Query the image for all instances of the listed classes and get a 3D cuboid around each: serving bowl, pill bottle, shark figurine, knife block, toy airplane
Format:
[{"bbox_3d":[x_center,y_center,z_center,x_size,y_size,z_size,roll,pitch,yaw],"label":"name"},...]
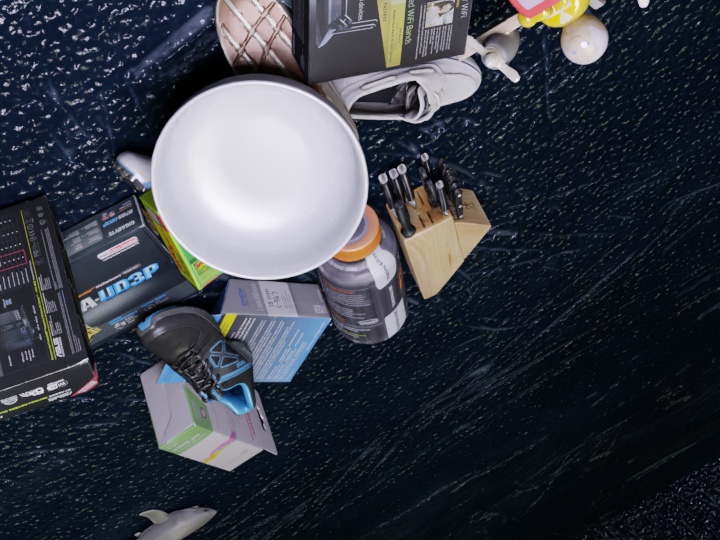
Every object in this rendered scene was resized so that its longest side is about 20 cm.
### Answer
[{"bbox_3d":[-0.090,-0.093,0.927,0.195,0.066,0.203,0,123,0],"label":"serving bowl"},{"bbox_3d":[0.000,0.000,1.247,0.104,0.107,0.201,-22,148,-5],"label":"pill bottle"},{"bbox_3d":[-0.349,0.482,1.709,0.214,0.090,0.127,-44,142,23],"label":"shark figurine"},{"bbox_3d":[0.067,-0.054,1.257,0.173,0.065,0.201,3,138,-36],"label":"knife block"},{"bbox_3d":[0.195,-0.261,0.949,0.196,0.143,0.200,-21,174,-12],"label":"toy airplane"}]

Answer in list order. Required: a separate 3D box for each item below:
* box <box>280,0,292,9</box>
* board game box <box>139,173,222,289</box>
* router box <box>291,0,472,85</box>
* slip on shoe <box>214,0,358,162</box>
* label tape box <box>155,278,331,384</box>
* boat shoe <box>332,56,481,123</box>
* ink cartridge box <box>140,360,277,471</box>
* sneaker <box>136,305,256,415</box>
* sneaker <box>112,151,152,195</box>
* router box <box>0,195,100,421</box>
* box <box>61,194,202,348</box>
[{"bbox_3d":[-0.044,-0.300,0.857,0.136,0.038,0.199,-40,145,21],"label":"box"},{"bbox_3d":[-0.114,-0.084,1.021,0.199,0.047,0.103,-37,129,-17],"label":"board game box"},{"bbox_3d":[0.021,-0.266,0.843,0.154,0.053,0.202,-13,138,-17],"label":"router box"},{"bbox_3d":[-0.069,-0.188,0.948,0.076,0.061,0.201,-35,116,10],"label":"slip on shoe"},{"bbox_3d":[-0.157,0.080,1.292,0.197,0.064,0.145,4,137,-33],"label":"label tape box"},{"bbox_3d":[0.054,-0.188,1.050,0.197,0.066,0.072,-4,141,-37],"label":"boat shoe"},{"bbox_3d":[-0.205,0.201,1.379,0.067,0.118,0.199,-33,146,15],"label":"ink cartridge box"},{"bbox_3d":[-0.183,0.106,1.181,0.073,0.083,0.199,-31,144,17],"label":"sneaker"},{"bbox_3d":[-0.172,-0.089,1.054,0.198,0.072,0.073,22,97,-44],"label":"sneaker"},{"bbox_3d":[-0.350,0.042,0.976,0.147,0.203,0.062,-17,152,-11],"label":"router box"},{"bbox_3d":[-0.297,0.016,1.122,0.197,0.047,0.160,-26,147,2],"label":"box"}]
